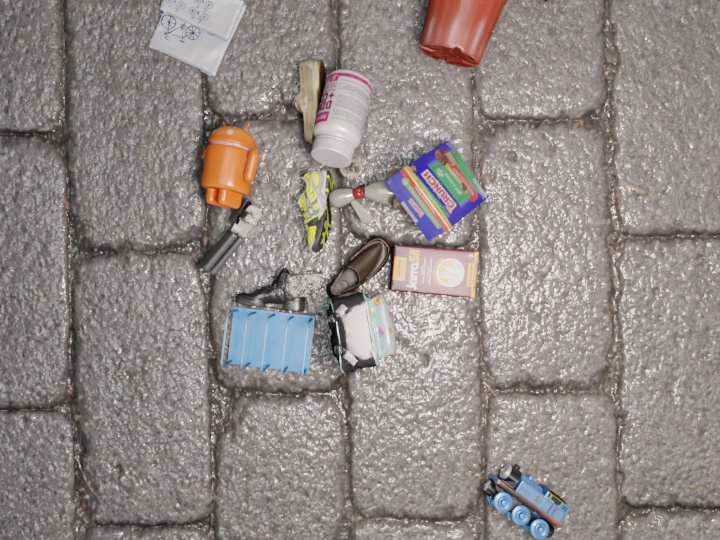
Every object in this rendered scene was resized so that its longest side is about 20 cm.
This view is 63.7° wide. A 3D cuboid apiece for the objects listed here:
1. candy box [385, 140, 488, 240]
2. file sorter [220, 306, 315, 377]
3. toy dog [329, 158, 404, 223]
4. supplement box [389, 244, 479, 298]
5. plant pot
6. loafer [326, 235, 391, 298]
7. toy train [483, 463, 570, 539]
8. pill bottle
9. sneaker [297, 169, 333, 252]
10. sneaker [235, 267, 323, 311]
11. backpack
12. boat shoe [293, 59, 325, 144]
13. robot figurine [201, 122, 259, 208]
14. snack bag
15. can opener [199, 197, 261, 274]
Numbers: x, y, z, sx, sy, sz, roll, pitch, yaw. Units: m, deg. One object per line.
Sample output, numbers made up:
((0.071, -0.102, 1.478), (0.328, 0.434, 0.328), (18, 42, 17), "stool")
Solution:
((0.179, -0.186, 1.328), (0.200, 0.077, 0.169), (-37, 92, -41), "candy box")
((-0.216, 0.168, 1.357), (0.199, 0.123, 0.139), (7, 90, 0), "file sorter")
((0.035, -0.179, 1.380), (0.199, 0.096, 0.132), (13, 75, 12), "toy dog")
((0.172, 0.002, 1.377), (0.199, 0.086, 0.111), (5, 91, 0), "supplement box")
((0.234, -0.589, 1.334), (0.200, 0.201, 0.196), (17, 98, -1), "plant pot")
((0.000, 0.000, 1.383), (0.073, 0.071, 0.200), (42, 90, -1), "loafer")
((0.393, 0.549, 1.386), (0.200, 0.087, 0.114), (36, 81, 2), "toy train")
((-0.045, -0.349, 1.340), (0.113, 0.113, 0.201), (13, 76, -1), "pill bottle")
((-0.111, -0.141, 1.389), (0.076, 0.075, 0.201), (4, 82, 11), "sneaker")
((-0.193, 0.040, 1.390), (0.199, 0.060, 0.105), (8, 91, -6), "sneaker")
((0.001, 0.134, 1.323), (0.153, 0.200, 0.176), (-13, 86, -6), "backpack")
((-0.123, -0.401, 1.385), (0.065, 0.072, 0.201), (3, 90, 12), "boat shoe")
((-0.309, -0.249, 1.358), (0.116, 0.144, 0.201), (10, 88, -21), "robot figurine")
((-0.400, -0.595, 1.402), (0.188, 0.021, 0.201), (24, 90, -1), "snack bag")
((-0.313, -0.080, 1.398), (0.066, 0.053, 0.200), (35, 88, 34), "can opener")
